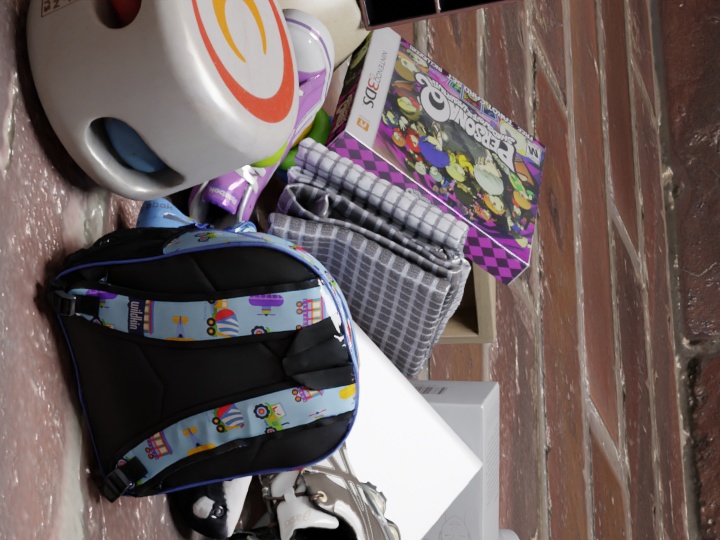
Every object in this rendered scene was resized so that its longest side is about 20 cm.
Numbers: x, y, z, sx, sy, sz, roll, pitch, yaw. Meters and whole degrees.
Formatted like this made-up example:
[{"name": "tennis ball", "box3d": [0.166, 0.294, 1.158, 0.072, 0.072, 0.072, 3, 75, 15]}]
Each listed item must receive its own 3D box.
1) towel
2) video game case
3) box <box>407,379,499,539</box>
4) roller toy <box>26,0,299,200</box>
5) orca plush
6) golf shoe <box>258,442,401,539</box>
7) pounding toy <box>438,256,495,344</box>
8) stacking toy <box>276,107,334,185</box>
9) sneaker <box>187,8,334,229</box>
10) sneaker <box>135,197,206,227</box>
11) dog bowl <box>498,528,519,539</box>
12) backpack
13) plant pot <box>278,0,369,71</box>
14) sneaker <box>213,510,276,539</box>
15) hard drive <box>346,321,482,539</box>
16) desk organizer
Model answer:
[{"name": "towel", "box3d": [0.000, 0.000, 1.744, 0.086, 0.165, 0.200, -58, 172, -23]}, {"name": "video game case", "box3d": [0.068, -0.103, 1.819, 0.200, 0.036, 0.181, 36, 36, -16]}, {"name": "box", "box3d": [0.052, 0.200, 1.828, 0.097, 0.124, 0.200, -35, 127, -75]}, {"name": "roller toy", "box3d": [-0.143, -0.150, 1.499, 0.200, 0.140, 0.182, 70, 23, -4]}, {"name": "orca plush", "box3d": [-0.112, 0.096, 1.557, 0.105, 0.071, 0.200, 46, -57, 56]}, {"name": "golf shoe", "box3d": [-0.044, 0.155, 1.611, 0.200, 0.078, 0.094, 51, 22, -2]}, {"name": "pounding toy", "box3d": [0.020, -0.039, 1.941, 0.184, 0.200, 0.142, 81, 9, -55]}, {"name": "stacking toy", "box3d": [-0.056, -0.117, 1.785, 0.200, 0.085, 0.085, 46, 35, -40]}, {"name": "sneaker", "box3d": [-0.080, -0.103, 1.659, 0.114, 0.073, 0.201, -70, -176, -47]}, {"name": "sneaker", "box3d": [-0.116, 0.001, 1.628, 0.200, 0.066, 0.079, 44, 36, -62]}, {"name": "dog bowl", "box3d": [0.100, 0.339, 1.975, 0.200, 0.079, 0.201, -177, -90, -81]}, {"name": "backpack", "box3d": [-0.090, 0.051, 1.450, 0.135, 0.200, 0.183, -45, 123, -67]}, {"name": "plant pot", "box3d": [-0.062, -0.241, 1.824, 0.200, 0.134, 0.201, -10, 90, -74]}, {"name": "sneaker", "box3d": [-0.077, 0.223, 1.619, 0.200, 0.074, 0.079, -58, 131, -65]}, {"name": "hard drive", "box3d": [-0.009, 0.132, 1.708, 0.200, 0.027, 0.132, 48, 68, -13]}, {"name": "desk organizer", "box3d": [0.099, -0.253, 1.781, 0.077, 0.200, 0.072, -35, 114, -69]}]
